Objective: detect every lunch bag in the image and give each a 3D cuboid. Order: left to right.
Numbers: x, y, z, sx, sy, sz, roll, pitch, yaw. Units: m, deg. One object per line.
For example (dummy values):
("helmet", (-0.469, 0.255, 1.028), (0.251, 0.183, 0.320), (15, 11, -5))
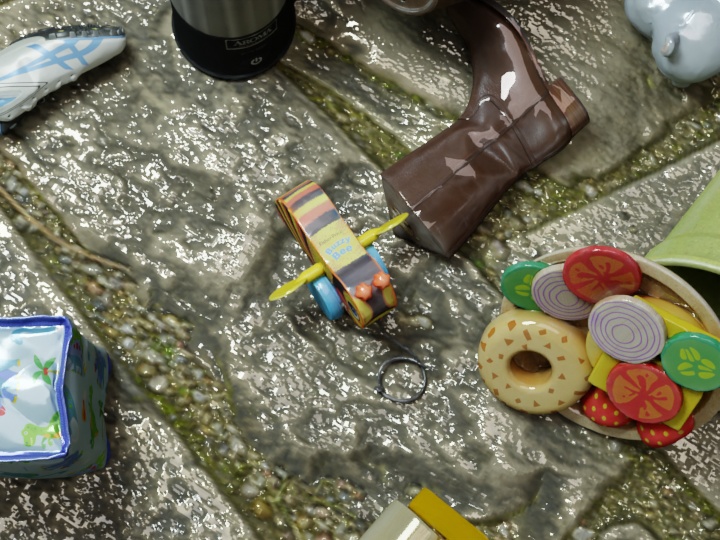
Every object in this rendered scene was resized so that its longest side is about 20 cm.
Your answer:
("lunch bag", (-0.303, 0.097, 0.889), (0.196, 0.170, 0.130), (-3, 76, -2))

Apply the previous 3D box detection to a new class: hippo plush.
("hippo plush", (0.333, -0.236, 1.040), (0.160, 0.159, 0.201), (-41, 63, 19))

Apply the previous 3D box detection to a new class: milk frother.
("milk frother", (-0.117, -0.304, 0.988), (0.180, 0.188, 0.200), (-41, 81, -12))

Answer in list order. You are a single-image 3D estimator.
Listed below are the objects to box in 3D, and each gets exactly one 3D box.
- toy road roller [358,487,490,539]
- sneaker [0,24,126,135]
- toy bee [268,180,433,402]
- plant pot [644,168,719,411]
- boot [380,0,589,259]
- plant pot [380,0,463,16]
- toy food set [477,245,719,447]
("toy road roller", (0.081, 0.285, 0.905), (0.123, 0.147, 0.199), (-45, 45, -12))
("sneaker", (-0.296, -0.166, 1.015), (0.198, 0.072, 0.073), (-24, 113, -15))
("toy bee", (0.000, 0.000, 0.961), (0.199, 0.109, 0.132), (36, 75, 6))
("plant pot", (0.334, -0.007, 0.951), (0.199, 0.201, 0.185), (34, 65, 6))
("boot", (0.076, -0.133, 1.026), (0.199, 0.064, 0.187), (-41, 79, -7))
("plant pot", (0.085, -0.312, 0.980), (0.186, 0.187, 0.200), (40, 64, 7))
("toy food set", (0.196, 0.063, 0.918), (0.198, 0.200, 0.049), (28, 46, 12))
